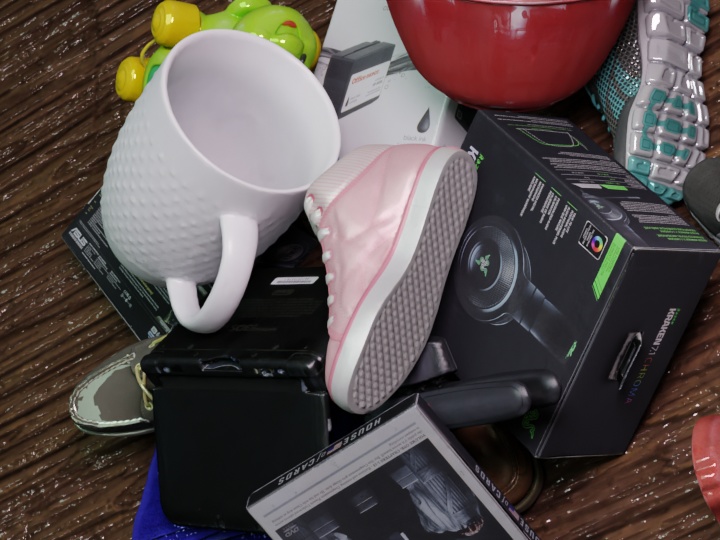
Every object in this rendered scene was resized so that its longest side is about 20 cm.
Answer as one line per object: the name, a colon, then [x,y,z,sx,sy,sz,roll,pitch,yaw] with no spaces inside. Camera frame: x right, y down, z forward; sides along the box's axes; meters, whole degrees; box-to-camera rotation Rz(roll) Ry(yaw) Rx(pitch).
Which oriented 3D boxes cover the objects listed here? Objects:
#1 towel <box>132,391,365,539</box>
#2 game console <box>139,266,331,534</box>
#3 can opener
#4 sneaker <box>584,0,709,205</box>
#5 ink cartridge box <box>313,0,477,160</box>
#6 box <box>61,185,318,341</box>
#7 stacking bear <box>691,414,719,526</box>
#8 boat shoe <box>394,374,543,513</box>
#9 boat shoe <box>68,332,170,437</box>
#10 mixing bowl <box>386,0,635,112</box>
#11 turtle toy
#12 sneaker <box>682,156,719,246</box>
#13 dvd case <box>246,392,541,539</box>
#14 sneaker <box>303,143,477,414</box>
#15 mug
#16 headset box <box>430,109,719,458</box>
towel: [-0.084,0.156,1.781,0.199,0.050,0.148,-17,47,31]
game console: [-0.059,0.092,1.713,0.200,0.117,0.176,-1,37,47]
can opener: [0.064,0.088,1.591,0.200,0.063,0.079,-3,110,61]
sneaker: [0.204,-0.128,1.713,0.091,0.077,0.201,-19,54,48]
ink cartridge box: [0.038,-0.134,1.820,0.145,0.084,0.201,6,73,40]
box: [-0.146,-0.026,1.936,0.160,0.043,0.200,-50,49,7]
stacking bear: [0.324,0.116,1.473,0.199,0.122,0.114,-19,22,17]
boat shoe: [0.054,0.104,1.706,0.072,0.068,0.200,-50,50,6]
boat shoe: [-0.143,0.081,1.832,0.201,0.060,0.072,-18,83,10]
mixing bowl: [0.106,-0.183,1.684,0.200,0.200,0.109,33,132,42]
turtle toy: [-0.100,-0.150,1.846,0.200,0.145,0.101,-49,41,47]
sneaker: [0.280,-0.045,1.573,0.200,0.115,0.075,31,89,42]
dvd case: [0.040,0.195,1.603,0.150,0.200,0.025,-33,18,21]
sneaker: [0.000,0.000,1.617,0.104,0.075,0.201,13,72,31]
mug: [-0.114,-0.049,1.735,0.175,0.147,0.201,-49,40,45]
headset box: [0.138,0.013,1.633,0.200,0.093,0.175,46,123,40]
